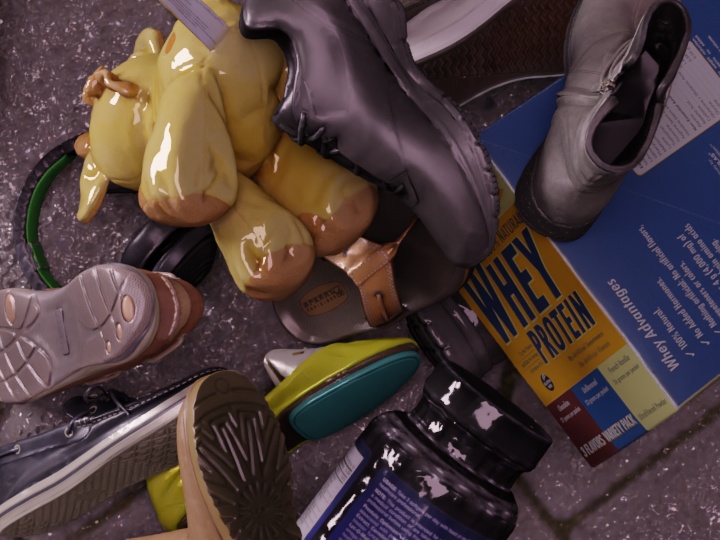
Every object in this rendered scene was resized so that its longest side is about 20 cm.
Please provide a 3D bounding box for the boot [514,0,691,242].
[{"bbox_3d":[0.155,-0.116,1.149,0.068,0.131,0.201,24,65,-6],"label":"boot"}]

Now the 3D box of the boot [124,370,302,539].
[{"bbox_3d":[-0.122,0.166,1.254,0.066,0.200,0.176,-9,82,-44],"label":"boot"}]

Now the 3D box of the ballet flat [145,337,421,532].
[{"bbox_3d":[-0.056,0.091,1.328,0.200,0.067,0.067,-39,62,-2],"label":"ballet flat"}]

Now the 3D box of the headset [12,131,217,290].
[{"bbox_3d":[-0.126,-0.041,1.351,0.199,0.094,0.124,-21,87,14],"label":"headset"}]

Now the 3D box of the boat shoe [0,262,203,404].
[{"bbox_3d":[-0.173,0.041,1.294,0.072,0.200,0.076,-2,84,-44],"label":"boat shoe"}]

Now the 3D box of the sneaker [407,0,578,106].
[{"bbox_3d":[0.093,-0.162,1.334,0.199,0.085,0.073,-20,122,12],"label":"sneaker"}]

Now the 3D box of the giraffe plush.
[{"bbox_3d":[-0.099,-0.081,1.234,0.173,0.162,0.200,-43,106,-33],"label":"giraffe plush"}]

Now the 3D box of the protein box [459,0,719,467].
[{"bbox_3d":[0.176,-0.028,1.270,0.200,0.135,0.199,-34,83,-24],"label":"protein box"}]

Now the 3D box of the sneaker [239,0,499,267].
[{"bbox_3d":[0.004,-0.083,1.156,0.091,0.076,0.200,-31,89,-15],"label":"sneaker"}]

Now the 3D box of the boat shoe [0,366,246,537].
[{"bbox_3d":[-0.156,0.102,1.298,0.200,0.075,0.062,-29,65,24],"label":"boat shoe"}]

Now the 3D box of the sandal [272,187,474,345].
[{"bbox_3d":[0.000,0.000,1.277,0.055,0.200,0.082,-33,94,-43],"label":"sandal"}]

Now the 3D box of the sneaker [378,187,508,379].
[{"bbox_3d":[0.045,-0.025,1.341,0.091,0.076,0.200,-33,93,-10],"label":"sneaker"}]

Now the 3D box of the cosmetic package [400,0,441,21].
[{"bbox_3d":[0.005,-0.208,1.292,0.105,0.200,0.071,-23,82,-3],"label":"cosmetic package"}]

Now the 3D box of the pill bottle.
[{"bbox_3d":[0.026,0.159,1.276,0.112,0.112,0.200,37,95,5],"label":"pill bottle"}]
